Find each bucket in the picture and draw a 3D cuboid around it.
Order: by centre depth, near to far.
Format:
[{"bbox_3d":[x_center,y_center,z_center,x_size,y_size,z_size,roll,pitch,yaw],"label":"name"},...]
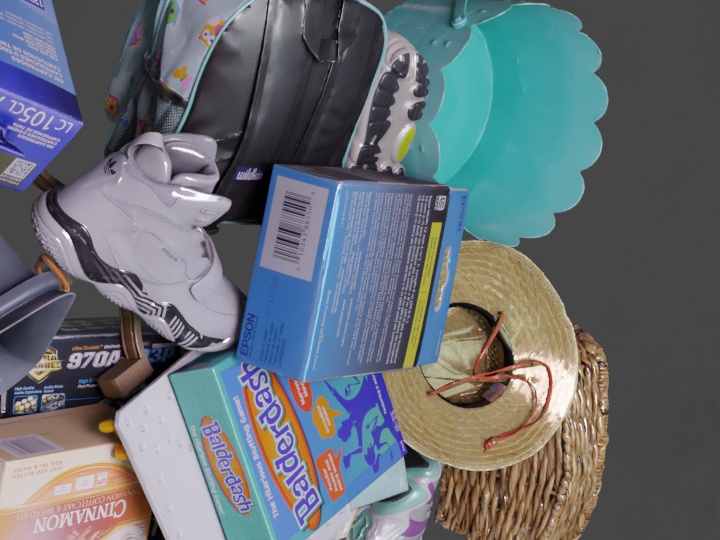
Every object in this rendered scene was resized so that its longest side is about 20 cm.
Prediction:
[{"bbox_3d":[0.093,-0.133,1.375,0.207,0.135,0.208,-15,115,-36],"label":"bucket"}]

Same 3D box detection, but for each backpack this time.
[{"bbox_3d":[-0.083,-0.142,1.202,0.175,0.153,0.200,3,129,-38],"label":"backpack"}]

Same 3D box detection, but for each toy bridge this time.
[{"bbox_3d":[-0.204,-0.008,1.206,0.067,0.027,0.201,-38,109,-38],"label":"toy bridge"}]

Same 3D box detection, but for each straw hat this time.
[{"bbox_3d":[0.081,0.071,1.405,0.200,0.085,0.202,-2,94,-23],"label":"straw hat"}]

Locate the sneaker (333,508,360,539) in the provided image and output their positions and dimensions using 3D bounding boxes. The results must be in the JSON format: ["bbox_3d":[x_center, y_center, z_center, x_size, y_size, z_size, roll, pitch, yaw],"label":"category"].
[{"bbox_3d":[-0.041,0.172,1.407,0.090,0.075,0.201,12,96,-47],"label":"sneaker"}]

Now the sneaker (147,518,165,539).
[{"bbox_3d":[-0.134,0.255,1.324,0.199,0.086,0.078,13,57,-28],"label":"sneaker"}]

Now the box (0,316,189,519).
[{"bbox_3d":[-0.201,0.117,1.272,0.199,0.046,0.160,-2,106,-40],"label":"box"}]

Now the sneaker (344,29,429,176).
[{"bbox_3d":[-0.006,-0.097,1.299,0.077,0.080,0.201,0,120,-44],"label":"sneaker"}]

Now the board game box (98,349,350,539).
[{"bbox_3d":[-0.096,0.150,1.232,0.200,0.026,0.201,-42,116,-53],"label":"board game box"}]

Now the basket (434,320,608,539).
[{"bbox_3d":[0.172,0.151,1.518,0.149,0.142,0.201,-10,110,-50],"label":"basket"}]

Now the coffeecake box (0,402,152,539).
[{"bbox_3d":[-0.231,0.208,1.180,0.153,0.073,0.201,-5,110,-53],"label":"coffeecake box"}]

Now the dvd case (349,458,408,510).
[{"bbox_3d":[-0.052,0.135,1.335,0.199,0.022,0.147,-12,97,-35],"label":"dvd case"}]

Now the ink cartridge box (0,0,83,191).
[{"bbox_3d":[-0.258,-0.137,1.035,0.136,0.200,0.076,21,129,-42],"label":"ink cartridge box"}]

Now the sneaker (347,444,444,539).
[{"bbox_3d":[0.034,0.248,1.504,0.200,0.078,0.140,-52,135,-8],"label":"sneaker"}]

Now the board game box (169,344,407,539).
[{"bbox_3d":[-0.049,0.111,1.250,0.200,0.045,0.153,-33,108,-54],"label":"board game box"}]

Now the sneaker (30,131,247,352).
[{"bbox_3d":[-0.117,-0.020,1.125,0.115,0.075,0.200,-37,134,20],"label":"sneaker"}]

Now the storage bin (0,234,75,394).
[{"bbox_3d":[-0.277,0.013,1.068,0.145,0.200,0.135,-34,85,-27],"label":"storage bin"}]

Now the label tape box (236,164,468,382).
[{"bbox_3d":[0.000,0.000,1.217,0.200,0.066,0.144,-3,106,-60],"label":"label tape box"}]
